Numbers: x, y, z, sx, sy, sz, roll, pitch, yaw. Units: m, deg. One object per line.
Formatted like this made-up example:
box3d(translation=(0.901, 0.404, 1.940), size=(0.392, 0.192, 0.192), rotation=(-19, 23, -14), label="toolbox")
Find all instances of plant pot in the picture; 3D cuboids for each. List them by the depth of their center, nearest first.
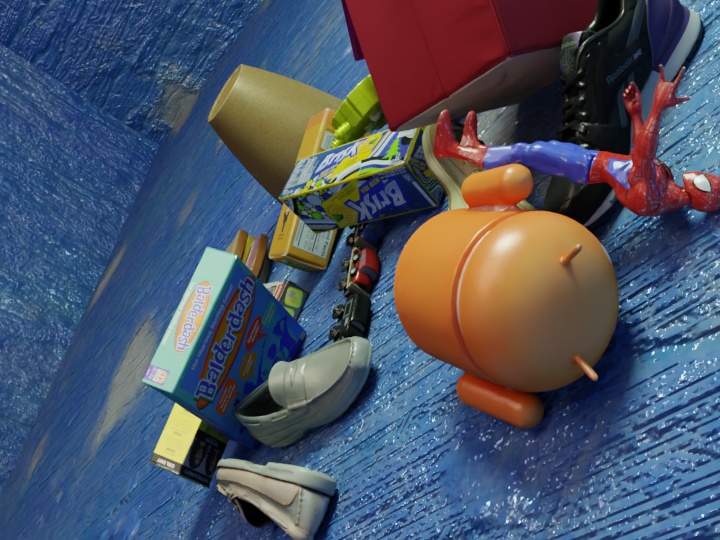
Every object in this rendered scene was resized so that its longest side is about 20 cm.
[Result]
box3d(translation=(-0.114, -0.198, 1.193), size=(0.187, 0.198, 0.188), rotation=(-47, 25, 30), label="plant pot")

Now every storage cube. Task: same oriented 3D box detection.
box3d(translation=(0.101, -0.244, 0.709), size=(0.197, 0.183, 0.170), rotation=(-19, -1, -34), label="storage cube")

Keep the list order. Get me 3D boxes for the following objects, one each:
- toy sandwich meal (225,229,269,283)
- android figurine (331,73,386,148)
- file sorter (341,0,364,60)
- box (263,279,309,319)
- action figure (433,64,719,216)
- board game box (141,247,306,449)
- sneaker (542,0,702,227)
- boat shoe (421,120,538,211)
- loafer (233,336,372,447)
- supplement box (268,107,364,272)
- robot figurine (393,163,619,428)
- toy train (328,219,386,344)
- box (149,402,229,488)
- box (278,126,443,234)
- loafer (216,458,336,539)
box3d(translation=(-0.209, 0.028, 1.286), size=(0.205, 0.070, 0.207), rotation=(-47, 25, 29), label="toy sandwich meal")
box3d(translation=(0.037, -0.222, 1.009), size=(0.200, 0.041, 0.182), rotation=(-45, -1, -12), label="android figurine")
box3d(translation=(0.067, -0.347, 0.903), size=(0.195, 0.140, 0.127), rotation=(-14, 50, 3), label="file sorter")
box3d(translation=(-0.141, 0.112, 1.076), size=(0.110, 0.034, 0.203), rotation=(-9, 54, 63), label="box")
box3d(translation=(0.149, -0.097, 0.551), size=(0.197, 0.065, 0.101), rotation=(24, 113, 32), label="action figure")
box3d(translation=(-0.139, 0.091, 0.904), size=(0.044, 0.200, 0.155), rotation=(14, 70, 26), label="board game box")
box3d(translation=(0.171, -0.130, 0.621), size=(0.203, 0.087, 0.075), rotation=(-63, 22, -8), label="sneaker")
box3d(translation=(0.106, -0.085, 0.738), size=(0.063, 0.073, 0.202), rotation=(-42, 29, 21), label="boat shoe")
box3d(translation=(-0.061, 0.121, 0.836), size=(0.200, 0.069, 0.071), rotation=(-42, 29, 38), label="loafer")
box3d(translation=(-0.057, -0.103, 1.084), size=(0.066, 0.068, 0.204), rotation=(-5, 65, 64), label="supplement box")
box3d(translation=(0.096, 0.018, 0.566), size=(0.146, 0.116, 0.199), rotation=(-59, 20, -7), label="robot figurine")
box3d(translation=(0.000, 0.000, 0.908), size=(0.046, 0.034, 0.203), rotation=(-36, 32, 39), label="toy train")
box3d(translation=(-0.171, 0.144, 0.974), size=(0.049, 0.075, 0.203), rotation=(12, 69, 27), label="box")
box3d(translation=(0.004, -0.099, 0.917), size=(0.198, 0.070, 0.065), rotation=(-9, 49, 45), label="box")
box3d(translation=(-0.094, 0.219, 0.794), size=(0.199, 0.071, 0.064), rotation=(-18, 52, 56), label="loafer")
